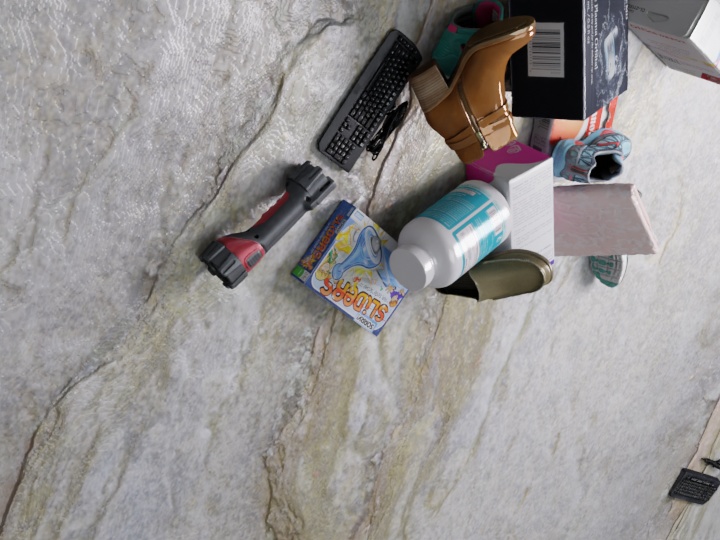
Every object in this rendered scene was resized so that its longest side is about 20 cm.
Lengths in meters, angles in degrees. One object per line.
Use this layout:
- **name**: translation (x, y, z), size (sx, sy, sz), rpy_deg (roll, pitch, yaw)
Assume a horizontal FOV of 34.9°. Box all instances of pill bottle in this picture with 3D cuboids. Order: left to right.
- **pill bottle**: translation (0.131, -0.047, 1.711), size (0.200, 0.110, 0.112), rpy_deg (-36, 134, -37)

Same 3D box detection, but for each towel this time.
- **towel**: translation (0.379, -0.084, 1.896), size (0.191, 0.198, 0.032), rpy_deg (49, 49, -48)

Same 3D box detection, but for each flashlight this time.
- **flashlight**: translation (-0.126, -0.065, 1.544), size (0.068, 0.068, 0.200), rpy_deg (46, 74, -12)

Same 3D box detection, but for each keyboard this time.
- **keyboard**: translation (0.029, -0.227, 1.601), size (0.104, 0.040, 0.201), rpy_deg (32, 92, -46)
- **keyboard**: translation (0.816, 0.501, 2.748), size (0.199, 0.021, 0.128), rpy_deg (21, 99, -47)

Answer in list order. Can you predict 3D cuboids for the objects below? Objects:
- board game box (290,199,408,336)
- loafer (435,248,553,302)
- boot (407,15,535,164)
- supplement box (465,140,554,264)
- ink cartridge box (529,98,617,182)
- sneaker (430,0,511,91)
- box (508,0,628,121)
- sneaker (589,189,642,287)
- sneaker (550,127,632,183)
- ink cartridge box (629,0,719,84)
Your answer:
- **board game box**: translation (0.000, 0.000, 1.711), size (0.136, 0.034, 0.200), rpy_deg (-55, 137, -2)
- **loafer**: translation (0.201, 0.015, 1.785), size (0.068, 0.198, 0.077), rpy_deg (-60, 138, -49)
- **boot**: translation (0.181, -0.246, 1.581), size (0.199, 0.077, 0.156), rpy_deg (-29, 111, 16)
- **supplement box**: translation (0.239, -0.091, 1.823), size (0.103, 0.101, 0.201), rpy_deg (-29, 131, -26)
- **ink cartridge box**: translation (0.366, -0.235, 1.891), size (0.199, 0.050, 0.164), rpy_deg (-13, 122, -33)
- **sneaker**: translation (0.190, -0.330, 1.658), size (0.199, 0.084, 0.122), rpy_deg (-8, 129, -37)
- **box**: translation (0.305, -0.338, 1.660), size (0.200, 0.117, 0.198), rpy_deg (-35, 127, -53)
- **sneaker**: translation (0.473, -0.062, 2.072), size (0.091, 0.077, 0.202), rpy_deg (-25, 130, -34)
- **sneaker**: translation (0.391, -0.172, 1.856), size (0.199, 0.095, 0.080), rpy_deg (-20, 128, -42)
- **ink cartridge box**: translation (0.541, -0.390, 1.884), size (0.199, 0.145, 0.083), rpy_deg (26, 95, -47)
